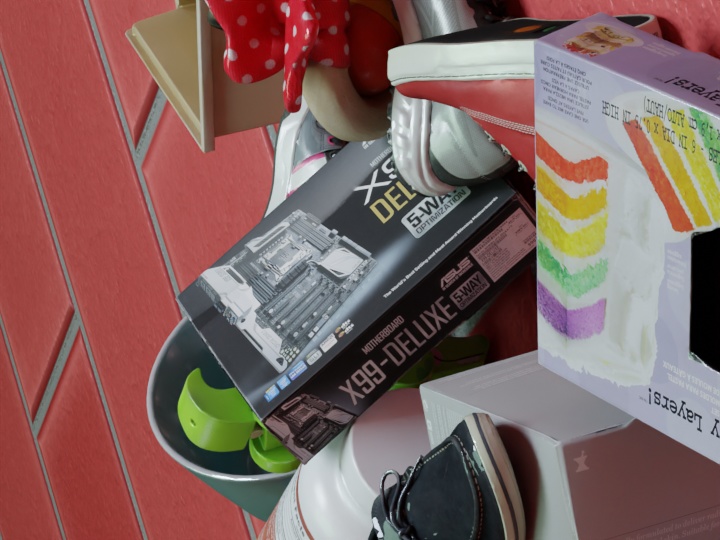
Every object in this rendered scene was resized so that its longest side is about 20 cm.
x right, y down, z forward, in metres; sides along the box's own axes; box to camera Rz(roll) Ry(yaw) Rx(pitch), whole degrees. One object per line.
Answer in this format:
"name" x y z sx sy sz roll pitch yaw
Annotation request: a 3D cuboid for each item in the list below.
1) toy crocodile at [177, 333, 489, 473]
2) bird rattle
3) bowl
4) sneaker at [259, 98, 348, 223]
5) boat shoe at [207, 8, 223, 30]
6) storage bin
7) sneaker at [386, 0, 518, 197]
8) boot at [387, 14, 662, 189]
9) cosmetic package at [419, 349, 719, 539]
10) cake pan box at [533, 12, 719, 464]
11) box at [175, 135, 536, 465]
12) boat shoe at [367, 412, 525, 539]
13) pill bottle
"toy crocodile" -0.015 0.073 1.717 0.068 0.199 0.062 95 156 -57
"bird rattle" -0.005 -0.150 1.622 0.200 0.112 0.163 -75 -33 -45
"bowl" -0.034 0.095 1.847 0.201 0.200 0.105 55 171 48
"sneaker" -0.003 -0.039 1.803 0.120 0.084 0.201 11 80 30
"boat shoe" -0.049 -0.181 1.765 0.200 0.075 0.074 -54 -17 -83
"storage bin" -0.104 -0.226 1.949 0.199 0.093 0.201 -126 29 -50
"sneaker" 0.060 -0.145 1.579 0.079 0.074 0.201 -7 86 33
"boot" 0.093 -0.060 1.470 0.200 0.072 0.145 8 113 53
"cosmetic package" 0.119 0.101 1.492 0.200 0.106 0.091 -152 50 -69
"cake pan box" 0.163 -0.006 1.312 0.200 0.052 0.185 31 133 46
"box" 0.000 0.000 1.644 0.050 0.200 0.158 48 -178 -36
"boat shoe" 0.042 0.138 1.484 0.200 0.062 0.075 114 139 -62
"pill bottle" 0.007 0.154 1.681 0.112 0.112 0.200 69 154 23
